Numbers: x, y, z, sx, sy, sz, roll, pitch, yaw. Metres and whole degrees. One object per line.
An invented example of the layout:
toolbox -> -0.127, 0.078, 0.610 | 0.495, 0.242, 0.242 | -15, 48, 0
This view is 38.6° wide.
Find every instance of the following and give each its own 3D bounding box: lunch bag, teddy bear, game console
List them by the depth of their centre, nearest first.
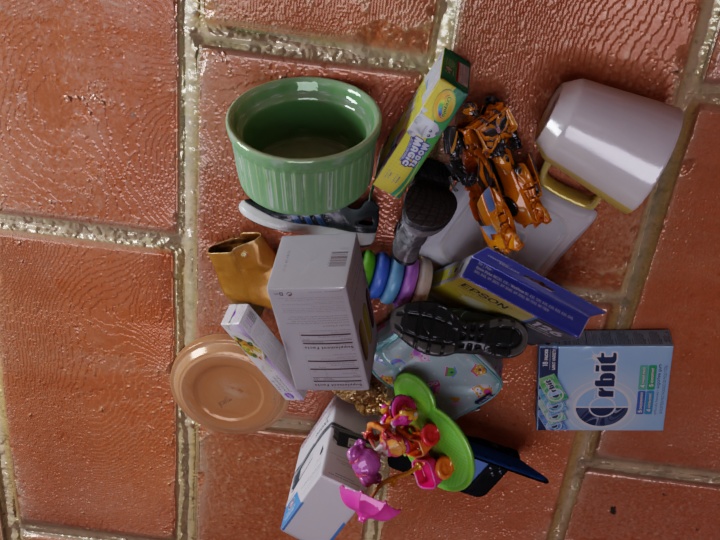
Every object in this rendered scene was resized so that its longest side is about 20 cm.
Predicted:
lunch bag -> 0.115, 0.147, 1.588 | 0.160, 0.077, 0.200 | -36, 114, 24
teddy bear -> -0.036, 0.162, 1.594 | 0.067, 0.145, 0.200 | -49, 120, -16
game console -> 0.169, 0.324, 1.658 | 0.200, 0.118, 0.171 | 23, 122, -20

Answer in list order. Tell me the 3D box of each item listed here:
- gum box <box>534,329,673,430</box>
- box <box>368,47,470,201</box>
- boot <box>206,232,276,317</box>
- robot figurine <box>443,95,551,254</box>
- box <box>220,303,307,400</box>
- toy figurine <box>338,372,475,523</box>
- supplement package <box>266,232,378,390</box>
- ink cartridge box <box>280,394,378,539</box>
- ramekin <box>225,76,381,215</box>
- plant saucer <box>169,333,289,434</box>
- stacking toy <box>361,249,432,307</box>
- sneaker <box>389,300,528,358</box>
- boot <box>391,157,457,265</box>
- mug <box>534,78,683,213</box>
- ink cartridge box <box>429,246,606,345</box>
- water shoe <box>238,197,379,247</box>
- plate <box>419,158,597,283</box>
gum box -> 0.375, 0.173, 1.601 | 0.199, 0.045, 0.170 | 0, 123, 6
box -> 0.074, -0.183, 1.354 | 0.048, 0.117, 0.200 | 30, 121, -10
boot -> -0.119, 0.005, 1.519 | 0.201, 0.071, 0.144 | -8, 126, 16
robot figurine -> 0.182, -0.132, 1.359 | 0.058, 0.145, 0.200 | 2, 124, 48
box -> -0.143, 0.128, 1.582 | 0.039, 0.042, 0.200 | -3, 139, 34
toy figurine -> 0.044, 0.277, 1.498 | 0.150, 0.184, 0.200 | -11, 103, 51
supplement package -> -0.047, 0.060, 1.429 | 0.109, 0.114, 0.200 | -2, 132, 12
ink cartridge box -> -0.046, 0.317, 1.641 | 0.084, 0.200, 0.145 | 27, 121, -9
ramekin -> -0.072, -0.160, 1.340 | 0.199, 0.200, 0.098 | 3, 131, 3
plant saucer -> -0.212, 0.192, 1.675 | 0.200, 0.032, 0.201 | 3, 123, 4
stacking toy -> 0.000, 0.000, 1.492 | 0.199, 0.085, 0.086 | 15, 123, -9
sneaker -> 0.137, 0.090, 1.477 | 0.199, 0.079, 0.076 | 12, 88, -6
boot -> 0.079, -0.057, 1.387 | 0.070, 0.200, 0.132 | 22, 119, 1
mug -> 0.304, -0.158, 1.339 | 0.153, 0.149, 0.187 | 25, 114, -2
ink cartridge box -> 0.214, 0.044, 1.464 | 0.197, 0.047, 0.200 | 28, 166, -11
water shoe -> -0.071, -0.090, 1.469 | 0.199, 0.072, 0.079 | 13, 98, -4
plate -> 0.205, -0.051, 1.479 | 0.199, 0.032, 0.200 | 28, 121, -13
